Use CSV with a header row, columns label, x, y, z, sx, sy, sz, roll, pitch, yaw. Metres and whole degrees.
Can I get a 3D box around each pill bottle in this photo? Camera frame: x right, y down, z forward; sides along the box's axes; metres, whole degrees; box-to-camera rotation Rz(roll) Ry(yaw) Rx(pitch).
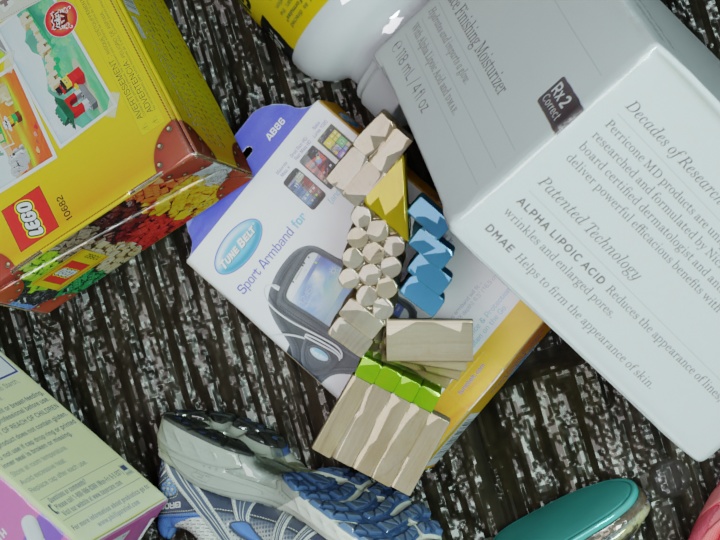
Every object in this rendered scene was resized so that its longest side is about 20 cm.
label,x,y,z,sx,sy,sz,roll,pitch,yaw
pill bottle,-0.020,-0.176,1.496,0.112,0.112,0.200,-43,79,11

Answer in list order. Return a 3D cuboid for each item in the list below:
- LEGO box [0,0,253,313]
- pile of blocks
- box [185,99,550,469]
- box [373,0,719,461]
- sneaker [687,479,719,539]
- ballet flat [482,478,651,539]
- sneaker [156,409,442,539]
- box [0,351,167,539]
label,x,y,z,sx,sy,sz,roll,pitch,yaw
LEGO box,-0.174,-0.101,1.539,0.149,0.077,0.200,-32,73,16
pile of blocks,0.021,0.014,1.478,0.082,0.062,0.200,3,99,3
box,0.000,0.000,1.531,0.200,0.041,0.119,43,100,14
box,0.131,-0.048,1.374,0.131,0.199,0.200,-41,118,11
sneaker,0.219,0.120,1.446,0.074,0.087,0.200,27,97,12
ballet flat,0.074,0.175,1.505,0.200,0.072,0.072,-24,84,14
sneaker,-0.034,0.147,1.514,0.200,0.077,0.085,26,109,37
box,-0.241,0.138,1.545,0.200,0.097,0.176,40,115,12
